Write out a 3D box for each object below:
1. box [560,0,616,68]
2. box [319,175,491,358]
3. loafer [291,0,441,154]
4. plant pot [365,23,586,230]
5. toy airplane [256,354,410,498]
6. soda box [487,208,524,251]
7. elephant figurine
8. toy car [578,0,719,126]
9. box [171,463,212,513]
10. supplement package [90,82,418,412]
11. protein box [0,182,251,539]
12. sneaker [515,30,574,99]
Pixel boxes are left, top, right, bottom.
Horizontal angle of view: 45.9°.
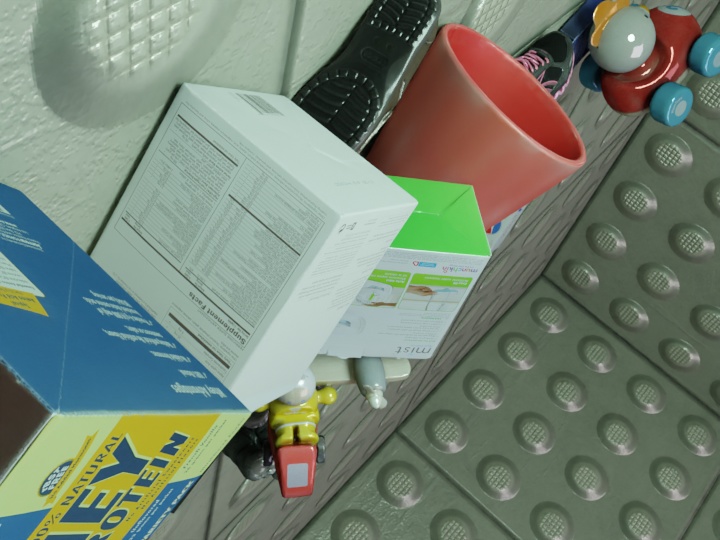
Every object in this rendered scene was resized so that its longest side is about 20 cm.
[{"bbox_3d":[0.348,-0.372,1.306,0.200,0.032,0.121,-49,165,-12],"label":"box"},{"bbox_3d":[0.000,0.000,0.837,0.198,0.097,0.177,4,141,-15],"label":"box"},{"bbox_3d":[0.006,-0.152,0.736,0.200,0.073,0.071,-50,165,0],"label":"loafer"},{"bbox_3d":[0.108,-0.128,0.908,0.177,0.201,0.200,-46,170,31],"label":"plant pot"},{"bbox_3d":[-0.072,0.112,0.911,0.200,0.199,0.141,-47,178,-14],"label":"toy airplane"},{"bbox_3d":[0.274,-0.127,1.619,0.064,0.068,0.201,-31,156,-51],"label":"soda box"},{"bbox_3d":[-0.103,0.144,1.046,0.142,0.154,0.202,-131,-132,-64],"label":"elephant figurine"},{"bbox_3d":[0.407,-0.344,1.256,0.177,0.184,0.200,-52,137,5],"label":"toy car"},{"bbox_3d":[-0.181,0.133,0.800,0.142,0.036,0.200,28,106,-37],"label":"box"},{"bbox_3d":[-0.089,-0.012,0.646,0.201,0.150,0.152,-56,165,19],"label":"supplement package"},{"bbox_3d":[-0.191,0.050,0.391,0.135,0.200,0.199,-50,166,1],"label":"protein box"},{"bbox_3d":[0.219,-0.257,1.145,0.200,0.079,0.096,-49,154,-11],"label":"sneaker"}]
